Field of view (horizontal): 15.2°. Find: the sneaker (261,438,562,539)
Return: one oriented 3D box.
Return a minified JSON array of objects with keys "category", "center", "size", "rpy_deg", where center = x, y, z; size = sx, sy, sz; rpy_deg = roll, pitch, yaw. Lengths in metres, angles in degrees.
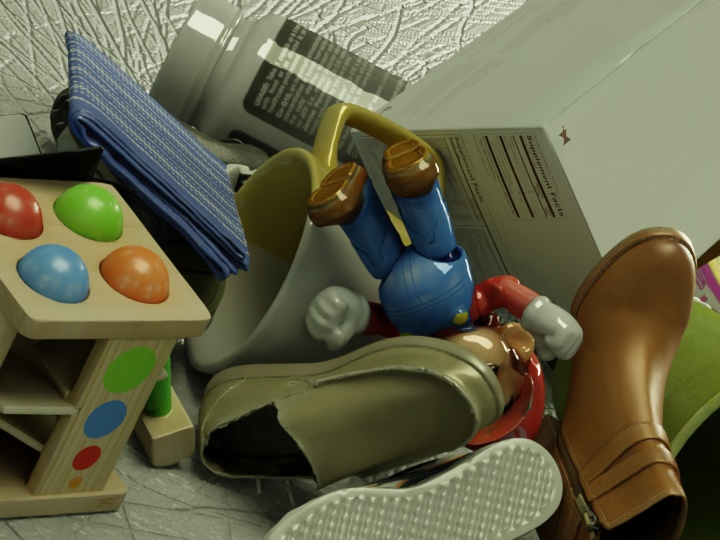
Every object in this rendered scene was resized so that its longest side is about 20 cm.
[{"category":"sneaker","center":[0.019,0.157,1.559],"size":[0.199,0.079,0.079],"rpy_deg":[-16,82,-28]}]

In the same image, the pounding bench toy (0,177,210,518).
[{"category":"pounding bench toy","center":[-0.153,0.035,1.505],"size":[0.199,0.157,0.124],"rpy_deg":[1,38,-43]}]

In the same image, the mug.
[{"category":"mug","center":[0.000,0.007,1.692],"size":[0.152,0.187,0.149],"rpy_deg":[26,8,-23]}]

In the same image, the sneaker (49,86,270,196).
[{"category":"sneaker","center":[-0.116,-0.067,1.825],"size":[0.199,0.067,0.090],"rpy_deg":[26,11,10]}]

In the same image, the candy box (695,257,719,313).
[{"category":"candy box","center":[0.337,0.049,2.058],"size":[0.199,0.061,0.137],"rpy_deg":[15,31,-25]}]

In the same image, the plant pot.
[{"category":"plant pot","center":[0.217,0.103,1.741],"size":[0.199,0.201,0.190],"rpy_deg":[11,20,-32]}]

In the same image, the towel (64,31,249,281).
[{"category":"towel","center":[-0.130,-0.073,1.660],"size":[0.145,0.024,0.200],"rpy_deg":[44,9,-18]}]

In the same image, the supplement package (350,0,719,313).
[{"category":"supplement package","center":[0.142,-0.080,1.807],"size":[0.191,0.148,0.199],"rpy_deg":[-38,24,-30]}]

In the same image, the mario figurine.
[{"category":"mario figurine","center":[0.048,0.029,1.588],"size":[0.106,0.123,0.201],"rpy_deg":[-44,114,-32]}]

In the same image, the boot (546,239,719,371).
[{"category":"boot","center":[0.197,-0.040,1.912],"size":[0.068,0.200,0.189],"rpy_deg":[40,21,-22]}]

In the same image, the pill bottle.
[{"category":"pill bottle","center":[-0.044,-0.110,1.909],"size":[0.199,0.114,0.114],"rpy_deg":[28,27,-3]}]

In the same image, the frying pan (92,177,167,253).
[{"category":"frying pan","center":[-0.206,0.000,1.608],"size":[0.189,0.031,0.115],"rpy_deg":[-19,49,-16]}]

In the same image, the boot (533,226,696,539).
[{"category":"boot","center":[0.157,0.087,1.581],"size":[0.076,0.201,0.155],"rpy_deg":[23,19,-19]}]

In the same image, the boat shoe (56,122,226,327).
[{"category":"boat shoe","center":[-0.143,-0.022,1.711],"size":[0.074,0.069,0.201],"rpy_deg":[9,38,-33]}]

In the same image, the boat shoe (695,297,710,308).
[{"category":"boat shoe","center":[0.237,0.053,1.953],"size":[0.072,0.062,0.200],"rpy_deg":[10,31,-32]}]

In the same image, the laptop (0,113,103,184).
[{"category":"laptop","center":[-0.262,-0.069,1.563],"size":[0.186,0.117,0.200],"rpy_deg":[-7,38,-18]}]

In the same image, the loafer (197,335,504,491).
[{"category":"loafer","center":[-0.010,0.091,1.568],"size":[0.076,0.199,0.068],"rpy_deg":[62,34,-28]}]
